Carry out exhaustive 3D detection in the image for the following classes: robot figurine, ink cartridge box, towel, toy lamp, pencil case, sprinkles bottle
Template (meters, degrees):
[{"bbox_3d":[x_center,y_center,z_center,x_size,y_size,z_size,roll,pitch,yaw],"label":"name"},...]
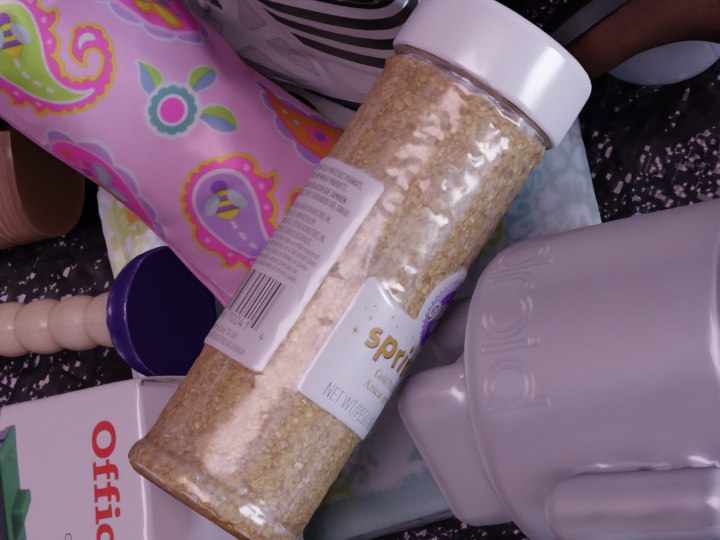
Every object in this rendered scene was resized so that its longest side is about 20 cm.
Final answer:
[{"bbox_3d":[0.114,0.035,0.964,0.200,0.113,0.170,-12,35,28],"label":"robot figurine"},{"bbox_3d":[-0.121,0.126,1.070,0.200,0.084,0.146,-14,76,38],"label":"ink cartridge box"},{"bbox_3d":[0.001,0.018,1.098,0.200,0.048,0.172,-16,77,16],"label":"towel"},{"bbox_3d":[-0.147,0.026,1.118,0.200,0.058,0.058,-4,79,40],"label":"toy lamp"},{"bbox_3d":[-0.081,-0.061,1.032,0.200,0.087,0.087,38,95,-10],"label":"pencil case"},{"bbox_3d":[0.000,0.000,0.972,0.068,0.068,0.200,31,84,21],"label":"sprinkles bottle"}]

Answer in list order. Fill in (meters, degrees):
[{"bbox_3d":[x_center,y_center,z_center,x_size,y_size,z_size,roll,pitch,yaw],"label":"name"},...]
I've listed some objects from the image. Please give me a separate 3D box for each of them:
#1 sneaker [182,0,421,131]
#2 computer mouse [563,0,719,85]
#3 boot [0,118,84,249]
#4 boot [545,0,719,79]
[{"bbox_3d":[-0.044,-0.118,1.080,0.200,0.115,0.076,18,64,38],"label":"sneaker"},{"bbox_3d":[0.097,-0.163,1.055,0.109,0.044,0.200,-8,105,19],"label":"computer mouse"},{"bbox_3d":[-0.187,-0.101,1.159,0.155,0.077,0.200,-3,96,35],"label":"boot"},{"bbox_3d":[0.184,-0.056,1.016,0.188,0.069,0.200,-29,107,25],"label":"boot"}]
